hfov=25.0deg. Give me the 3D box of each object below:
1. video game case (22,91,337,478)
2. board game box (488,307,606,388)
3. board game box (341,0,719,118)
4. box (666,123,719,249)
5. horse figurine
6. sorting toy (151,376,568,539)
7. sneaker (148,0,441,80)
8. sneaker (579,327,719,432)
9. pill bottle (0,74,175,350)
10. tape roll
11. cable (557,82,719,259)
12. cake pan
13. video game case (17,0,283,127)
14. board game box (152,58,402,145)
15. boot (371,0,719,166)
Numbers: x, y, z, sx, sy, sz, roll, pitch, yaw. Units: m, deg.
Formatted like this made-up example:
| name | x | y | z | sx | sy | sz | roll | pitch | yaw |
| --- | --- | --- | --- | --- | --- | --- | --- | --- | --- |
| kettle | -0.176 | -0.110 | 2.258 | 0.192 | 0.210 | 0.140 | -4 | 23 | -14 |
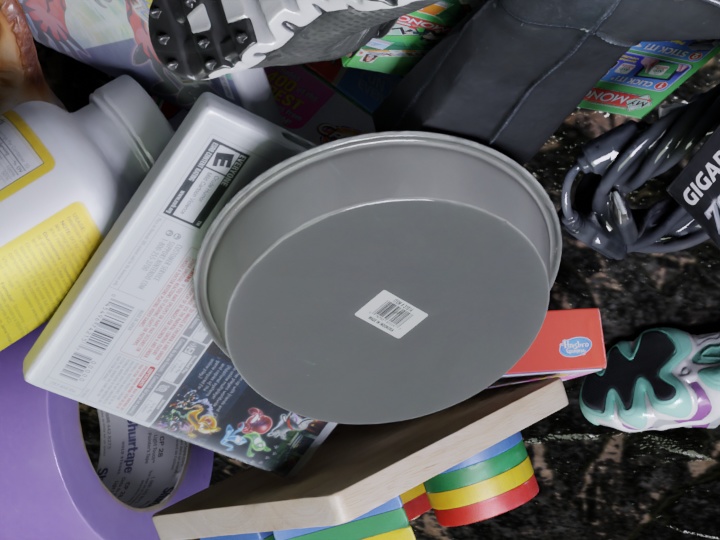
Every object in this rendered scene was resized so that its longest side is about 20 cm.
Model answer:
| name | x | y | z | sx | sy | sz | roll | pitch | yaw |
| --- | --- | --- | --- | --- | --- | --- | --- | --- | --- |
| video game case | -0.061 | 0.017 | 0.906 | 0.182 | 0.023 | 0.200 | 24 | 116 | -27 |
| board game box | 0.038 | 0.060 | 1.068 | 0.200 | 0.040 | 0.153 | -2 | 170 | -18 |
| board game box | 0.106 | -0.137 | 0.845 | 0.200 | 0.029 | 0.135 | 6 | 152 | -30 |
| box | 0.265 | -0.113 | 0.774 | 0.050 | 0.200 | 0.199 | 51 | 144 | 16 |
| horse figurine | -0.216 | -0.086 | 0.998 | 0.132 | 0.050 | 0.200 | -11 | 113 | 36 |
| sorting toy | 0.007 | 0.143 | 1.029 | 0.199 | 0.200 | 0.070 | -16 | 94 | 50 |
| sneaker | 0.000 | -0.142 | 0.762 | 0.200 | 0.067 | 0.090 | -18 | 178 | 31 |
| sneaker | 0.264 | 0.096 | 1.124 | 0.200 | 0.078 | 0.140 | -18 | 133 | 33 |
| pill bottle | -0.196 | -0.025 | 0.912 | 0.200 | 0.112 | 0.112 | -33 | 142 | -14 |
| tape roll | -0.193 | 0.108 | 1.161 | 0.085 | 0.200 | 0.200 | -11 | 137 | 26 |
| cable | 0.191 | -0.065 | 0.915 | 0.163 | 0.051 | 0.200 | -39 | 158 | 14 |
| cake pan | 0.012 | 0.013 | 0.862 | 0.200 | 0.037 | 0.200 | -6 | 136 | -6 |
| video game case | -0.139 | -0.163 | 0.865 | 0.182 | 0.023 | 0.200 | 26 | 157 | 27 |
| board game box | -0.055 | -0.070 | 1.014 | 0.153 | 0.040 | 0.200 | 34 | 137 | -27 |
| boot | 0.117 | -0.102 | 0.809 | 0.165 | 0.066 | 0.200 | 10 | 147 | -20 |
